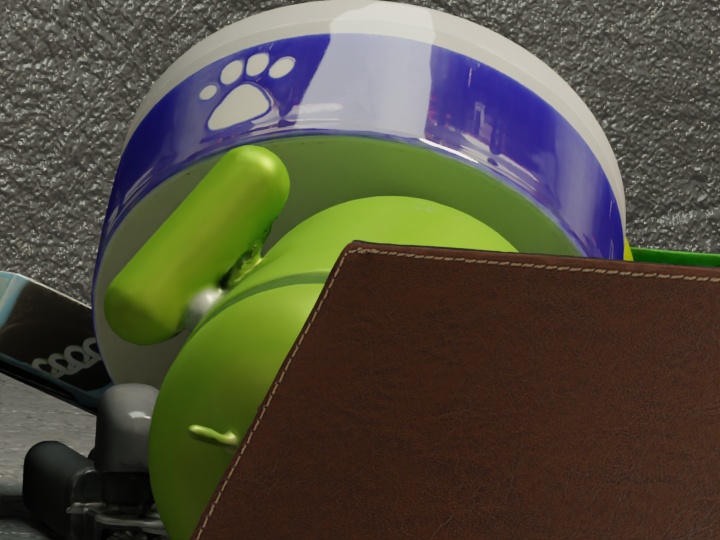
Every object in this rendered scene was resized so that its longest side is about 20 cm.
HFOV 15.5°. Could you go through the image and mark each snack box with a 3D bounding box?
[{"bbox_3d":[-0.088,0.053,1.143,0.200,0.037,0.116,27,-8,-24],"label":"snack box"}]

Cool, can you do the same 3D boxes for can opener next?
[{"bbox_3d":[-0.087,0.077,0.992,0.052,0.067,0.200,3,-4,-16],"label":"can opener"}]

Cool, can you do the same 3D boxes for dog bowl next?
[{"bbox_3d":[0.000,0.000,1.006,0.199,0.201,0.079,5,42,4],"label":"dog bowl"}]

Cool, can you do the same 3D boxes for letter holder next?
[{"bbox_3d":[0.060,0.082,0.654,0.200,0.142,0.101,4,-32,48],"label":"letter holder"}]

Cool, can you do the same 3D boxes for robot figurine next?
[{"bbox_3d":[0.001,0.045,0.851,0.175,0.116,0.200,41,21,0],"label":"robot figurine"}]

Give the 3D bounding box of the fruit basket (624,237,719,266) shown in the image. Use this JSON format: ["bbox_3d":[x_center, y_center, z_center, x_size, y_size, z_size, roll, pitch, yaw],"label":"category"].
[{"bbox_3d":[0.104,0.037,1.377,0.215,0.156,0.216,13,-12,3],"label":"fruit basket"}]
